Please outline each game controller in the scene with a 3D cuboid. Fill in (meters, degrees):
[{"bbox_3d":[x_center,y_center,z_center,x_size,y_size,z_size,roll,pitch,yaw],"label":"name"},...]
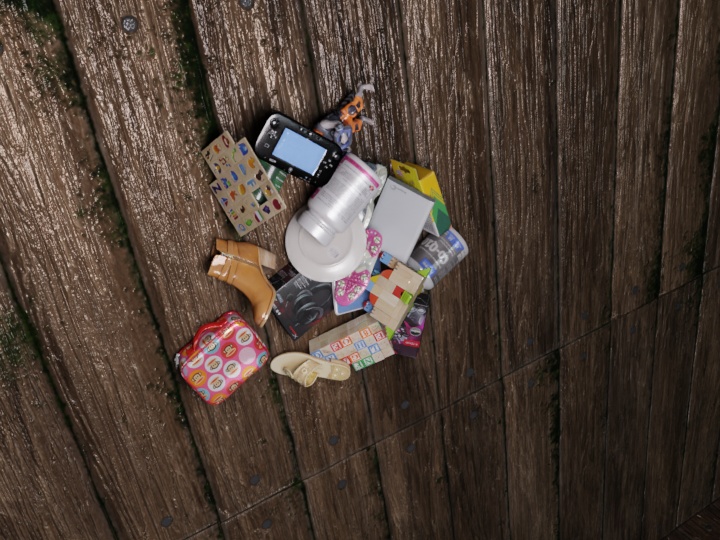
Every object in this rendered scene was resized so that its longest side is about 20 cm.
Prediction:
[{"bbox_3d":[-0.132,-0.256,1.409,0.198,0.042,0.106,23,96,-34],"label":"game controller"}]

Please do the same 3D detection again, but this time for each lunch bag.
[{"bbox_3d":[-0.336,0.201,1.577,0.199,0.082,0.177,-40,123,-11],"label":"lunch bag"}]

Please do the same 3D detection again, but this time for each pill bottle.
[{"bbox_3d":[-0.051,-0.160,1.520,0.201,0.113,0.113,-50,125,-1],"label":"pill bottle"},{"bbox_3d":[0.186,-0.023,1.778,0.200,0.113,0.114,-43,125,-10],"label":"pill bottle"}]

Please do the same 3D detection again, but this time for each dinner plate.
[{"bbox_3d":[-0.083,-0.074,1.578,0.196,0.024,0.205,0,81,-2],"label":"dinner plate"}]

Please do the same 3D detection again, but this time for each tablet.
[{"bbox_3d":[-0.006,0.034,1.685,0.198,0.013,0.133,-11,98,-51],"label":"tablet"}]

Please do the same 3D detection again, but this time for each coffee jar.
[{"bbox_3d":[-0.197,-0.248,1.465,0.202,0.103,0.085,-58,161,3],"label":"coffee jar"}]

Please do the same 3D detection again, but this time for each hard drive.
[{"bbox_3d":[0.090,-0.117,1.650,0.130,0.027,0.202,28,119,7],"label":"hard drive"}]

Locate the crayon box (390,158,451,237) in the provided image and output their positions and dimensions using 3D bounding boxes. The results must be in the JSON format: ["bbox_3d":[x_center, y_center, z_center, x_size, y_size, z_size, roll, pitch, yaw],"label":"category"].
[{"bbox_3d":[0.155,-0.196,1.682,0.050,0.127,0.202,-33,123,-15],"label":"crayon box"}]

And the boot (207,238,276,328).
[{"bbox_3d":[-0.272,0.023,1.500,0.153,0.076,0.204,16,63,-28],"label":"boot"}]

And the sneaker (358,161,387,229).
[{"bbox_3d":[-0.007,-0.176,1.640,0.085,0.078,0.203,18,97,-16],"label":"sneaker"}]

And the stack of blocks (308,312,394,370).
[{"bbox_3d":[-0.024,0.201,1.734,0.197,0.059,0.116,-25,121,6],"label":"stack of blocks"}]

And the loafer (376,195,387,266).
[{"bbox_3d":[0.074,-0.104,1.723,0.072,0.062,0.204,-37,134,-51],"label":"loafer"}]

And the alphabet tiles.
[{"bbox_3d":[-0.262,-0.190,1.418,0.008,0.166,0.202,-39,101,-49],"label":"alphabet tiles"}]

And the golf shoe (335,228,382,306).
[{"bbox_3d":[0.000,0.000,1.626,0.074,0.092,0.202,27,81,8],"label":"golf shoe"}]

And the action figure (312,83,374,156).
[{"bbox_3d":[-0.052,-0.324,1.532,0.193,0.105,0.201,-42,169,-23],"label":"action figure"}]

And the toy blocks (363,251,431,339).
[{"bbox_3d":[0.069,0.049,1.649,0.202,0.135,0.100,-62,166,8],"label":"toy blocks"}]

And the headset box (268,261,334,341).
[{"bbox_3d":[-0.135,0.051,1.640,0.199,0.077,0.150,-38,124,-11],"label":"headset box"}]

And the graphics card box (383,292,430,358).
[{"bbox_3d":[0.110,0.140,1.765,0.123,0.051,0.203,13,129,5],"label":"graphics card box"}]

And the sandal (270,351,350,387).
[{"bbox_3d":[-0.128,0.263,1.680,0.207,0.070,0.079,6,123,-6],"label":"sandal"}]
